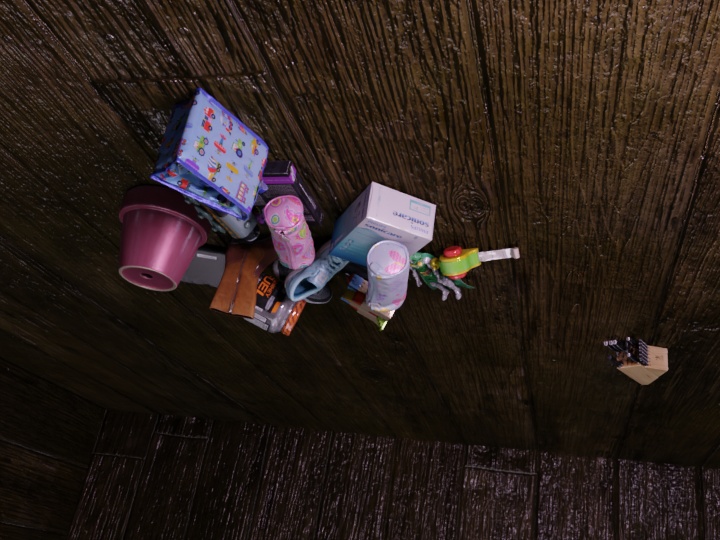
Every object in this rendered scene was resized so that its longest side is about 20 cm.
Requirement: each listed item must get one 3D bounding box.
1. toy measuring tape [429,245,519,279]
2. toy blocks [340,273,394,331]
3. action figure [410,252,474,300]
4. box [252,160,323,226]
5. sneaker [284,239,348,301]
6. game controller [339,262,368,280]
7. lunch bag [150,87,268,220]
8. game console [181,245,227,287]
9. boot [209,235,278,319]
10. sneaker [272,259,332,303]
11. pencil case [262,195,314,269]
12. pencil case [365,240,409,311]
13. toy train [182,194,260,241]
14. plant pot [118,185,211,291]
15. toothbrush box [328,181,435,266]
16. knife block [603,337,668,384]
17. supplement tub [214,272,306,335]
[{"bbox_3d":[0.238,-0.019,1.494,0.200,0.074,0.074,-5,151,31],"label":"toy measuring tape"},{"bbox_3d":[0.016,0.072,1.695,0.136,0.100,0.200,30,167,1],"label":"toy blocks"},{"bbox_3d":[0.163,0.007,1.609,0.118,0.055,0.200,-9,145,40],"label":"action figure"},{"bbox_3d":[-0.173,-0.152,1.411,0.143,0.036,0.200,2,153,19],"label":"box"},{"bbox_3d":[-0.084,0.005,1.560,0.200,0.082,0.074,-40,121,15],"label":"sneaker"},{"bbox_3d":[0.000,0.000,1.678,0.200,0.042,0.104,28,164,-33],"label":"game controller"},{"bbox_3d":[-0.241,-0.192,1.213,0.200,0.151,0.094,30,149,-36],"label":"lunch bag"},{"bbox_3d":[-0.383,-0.015,1.797,0.199,0.117,0.176,9,125,0],"label":"game console"},{"bbox_3d":[-0.233,0.013,1.585,0.188,0.200,0.069,9,153,1],"label":"boot"},{"bbox_3d":[-0.117,0.029,1.700,0.114,0.076,0.200,7,156,45],"label":"sneaker"},{"bbox_3d":[-0.145,-0.074,1.427,0.087,0.088,0.200,7,157,6],"label":"pencil case"},{"bbox_3d":[0.052,0.015,1.421,0.091,0.083,0.200,-24,157,-12],"label":"pencil case"},{"bbox_3d":[-0.278,-0.128,1.402,0.114,0.085,0.200,30,166,34],"label":"toy train"},{"bbox_3d":[-0.445,-0.060,1.534,0.199,0.179,0.200,8,156,4],"label":"plant pot"},{"bbox_3d":[0.041,-0.082,1.420,0.146,0.086,0.200,18,155,-17],"label":"toothbrush box"},{"bbox_3d":[0.730,0.243,1.885,0.175,0.064,0.200,9,155,4],"label":"knife block"},{"bbox_3d":[-0.240,0.070,1.678,0.200,0.123,0.123,27,154,-2],"label":"supplement tub"}]
